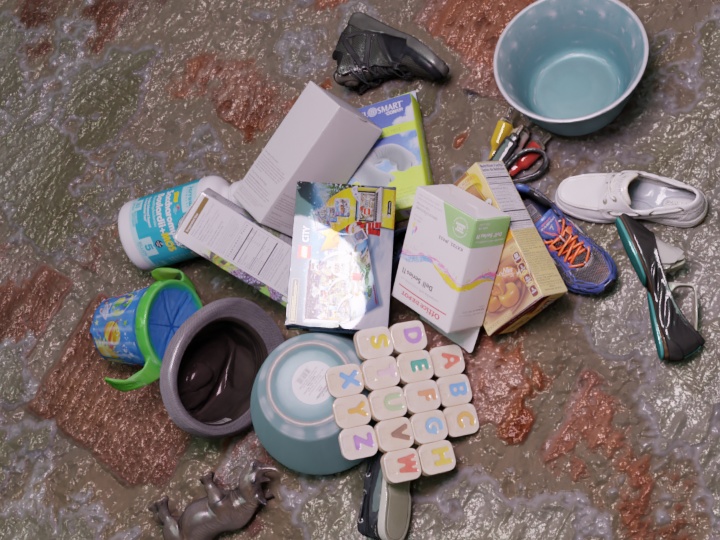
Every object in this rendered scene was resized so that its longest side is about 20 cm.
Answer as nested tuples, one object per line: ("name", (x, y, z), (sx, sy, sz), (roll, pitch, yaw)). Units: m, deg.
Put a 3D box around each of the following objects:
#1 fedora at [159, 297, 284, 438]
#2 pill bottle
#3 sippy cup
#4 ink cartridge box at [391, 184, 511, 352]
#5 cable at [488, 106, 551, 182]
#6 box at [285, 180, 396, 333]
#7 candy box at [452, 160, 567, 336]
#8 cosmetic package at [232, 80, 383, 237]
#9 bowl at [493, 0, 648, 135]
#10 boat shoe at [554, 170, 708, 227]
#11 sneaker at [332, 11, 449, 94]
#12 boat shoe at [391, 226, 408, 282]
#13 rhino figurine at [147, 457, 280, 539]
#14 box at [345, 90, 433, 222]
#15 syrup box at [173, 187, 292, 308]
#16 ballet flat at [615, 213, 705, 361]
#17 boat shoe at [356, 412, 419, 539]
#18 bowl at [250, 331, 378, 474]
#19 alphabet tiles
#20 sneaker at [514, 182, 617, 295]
("fedora", (-0.207, 0.138, 1.561), (0.090, 0.177, 0.200), (-6, 48, 54))
("pill bottle", (-0.251, -0.076, 1.661), (0.199, 0.111, 0.111), (-16, 66, 16))
("sippy cup", (-0.317, 0.084, 1.626), (0.130, 0.178, 0.140), (-6, 106, 31))
("ink cartridge box", (0.111, 0.001, 1.446), (0.117, 0.067, 0.201), (33, 121, 42))
("cable", (0.188, -0.125, 1.553), (0.097, 0.050, 0.200), (39, 101, 14))
("box", (-0.025, -0.017, 1.494), (0.136, 0.038, 0.201), (4, 77, 1))
("candy box", (0.177, -0.029, 1.459), (0.115, 0.055, 0.200), (-43, 64, 44))
("cosmetic package", (-0.074, -0.152, 1.577), (0.200, 0.108, 0.085), (-54, 50, 9))
("bowl", (0.286, -0.263, 1.499), (0.200, 0.105, 0.201), (-6, 66, 14))
("boat shoe", (0.348, -0.102, 1.451), (0.199, 0.069, 0.071), (5, 74, 24))
("sneaker", (0.036, -0.301, 1.648), (0.199, 0.076, 0.114), (30, 86, 31))
("boat shoe", (0.000, 0.000, 1.555), (0.200, 0.069, 0.084), (-43, 62, 2))
("rhino figurine", (-0.194, 0.319, 1.523), (0.200, 0.060, 0.088), (-29, 83, 9))
("box", (0.036, -0.167, 1.614), (0.122, 0.048, 0.201), (-15, 67, 16))
("syrup box", (-0.156, -0.031, 1.564), (0.200, 0.079, 0.082), (31, 96, -6))
("ballet flat", (0.382, 0.016, 1.403), (0.068, 0.068, 0.201), (-16, 76, 5))
("boat shoe", (0.033, 0.254, 1.451), (0.066, 0.074, 0.200), (-9, 68, 39))
("bowl", (-0.060, 0.163, 1.478), (0.200, 0.105, 0.201), (-3, 69, 8))
("alphabet tiles", (0.056, 0.167, 1.427), (0.195, 0.015, 0.201), (-8, 77, -23))
("sneaker", (0.254, -0.042, 1.462), (0.075, 0.078, 0.200), (-47, 61, 2))
